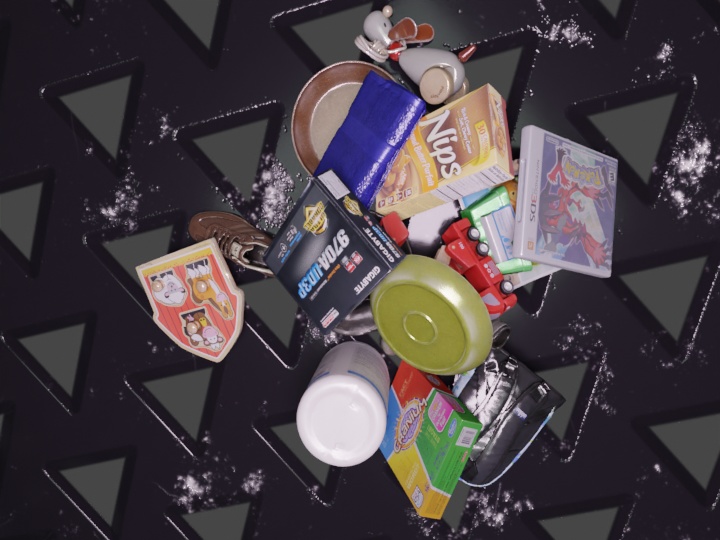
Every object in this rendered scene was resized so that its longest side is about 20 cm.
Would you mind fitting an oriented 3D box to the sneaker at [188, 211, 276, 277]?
[{"bbox_3d":[-0.200,-0.047,0.859,0.195,0.076,0.072,20,98,2],"label":"sneaker"}]

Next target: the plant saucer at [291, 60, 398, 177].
[{"bbox_3d":[-0.013,-0.228,0.840,0.195,0.037,0.206,1,97,5],"label":"plant saucer"}]

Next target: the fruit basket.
[{"bbox_3d":[0.265,-0.080,0.803,0.196,0.094,0.189,-20,95,4],"label":"fruit basket"}]

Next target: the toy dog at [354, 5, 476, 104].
[{"bbox_3d":[0.096,-0.336,0.782,0.198,0.133,0.097,35,121,-9],"label":"toy dog"}]

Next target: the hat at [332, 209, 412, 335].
[{"bbox_3d":[0.000,0.000,0.846,0.195,0.081,0.207,2,99,14],"label":"hat"}]

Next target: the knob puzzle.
[{"bbox_3d":[-0.281,0.067,0.878,0.214,0.030,0.226,6,111,16],"label":"knob puzzle"}]

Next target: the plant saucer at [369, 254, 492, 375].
[{"bbox_3d":[0.090,0.075,0.740,0.196,0.031,0.204,21,131,25],"label":"plant saucer"}]

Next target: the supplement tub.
[{"bbox_3d":[-0.019,0.197,0.808,0.128,0.200,0.136,1,97,6],"label":"supplement tub"}]

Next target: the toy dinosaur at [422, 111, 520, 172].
[{"bbox_3d":[0.155,-0.168,0.779,0.133,0.203,0.086,-27,134,11],"label":"toy dinosaur"}]

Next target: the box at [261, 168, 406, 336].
[{"bbox_3d":[-0.046,-0.019,0.743,0.160,0.046,0.200,49,135,5],"label":"box"}]

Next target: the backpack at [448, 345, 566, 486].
[{"bbox_3d":[0.198,0.241,0.832,0.161,0.154,0.202,33,77,-2],"label":"backpack"}]

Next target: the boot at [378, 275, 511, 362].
[{"bbox_3d":[0.126,0.105,0.813,0.198,0.068,0.132,-36,49,12],"label":"boot"}]

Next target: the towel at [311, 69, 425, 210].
[{"bbox_3d":[0.008,-0.178,0.762,0.049,0.148,0.202,20,110,-38],"label":"towel"}]

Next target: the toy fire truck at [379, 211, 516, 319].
[{"bbox_3d":[0.122,-0.006,0.757,0.139,0.049,0.203,-25,77,-22],"label":"toy fire truck"}]

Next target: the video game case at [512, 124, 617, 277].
[{"bbox_3d":[0.305,-0.096,0.763,0.196,0.023,0.188,9,84,-30],"label":"video game case"}]

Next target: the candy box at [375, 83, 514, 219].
[{"bbox_3d":[0.109,-0.156,0.725,0.197,0.055,0.119,-18,66,40],"label":"candy box"}]

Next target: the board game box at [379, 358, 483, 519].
[{"bbox_3d":[0.094,0.247,0.806,0.040,0.200,0.156,18,99,-24],"label":"board game box"}]
